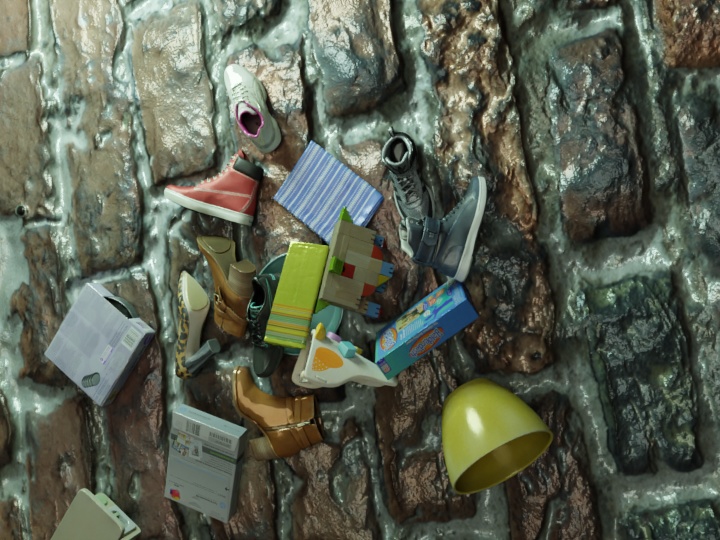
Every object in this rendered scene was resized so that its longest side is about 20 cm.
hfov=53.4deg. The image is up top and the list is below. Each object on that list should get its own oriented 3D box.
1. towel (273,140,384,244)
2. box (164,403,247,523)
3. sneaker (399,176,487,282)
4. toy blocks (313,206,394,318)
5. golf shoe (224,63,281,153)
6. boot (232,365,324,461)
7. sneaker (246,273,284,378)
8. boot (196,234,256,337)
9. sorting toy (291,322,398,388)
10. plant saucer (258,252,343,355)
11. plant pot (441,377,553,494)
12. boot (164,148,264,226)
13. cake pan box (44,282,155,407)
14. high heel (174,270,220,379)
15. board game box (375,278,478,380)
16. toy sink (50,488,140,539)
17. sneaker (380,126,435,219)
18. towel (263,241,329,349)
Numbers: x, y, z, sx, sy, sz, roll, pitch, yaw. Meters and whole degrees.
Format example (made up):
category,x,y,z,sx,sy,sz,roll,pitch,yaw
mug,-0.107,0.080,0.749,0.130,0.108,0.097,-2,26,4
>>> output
category,x,y,z,sx,sy,sz,roll,pitch,yaw
towel,-0.065,-0.144,1.433,0.199,0.024,0.146,38,96,13
box,-0.313,0.388,1.437,0.152,0.041,0.205,16,109,15
sneaker,0.150,-0.098,1.316,0.143,0.077,0.207,18,72,0
toy blocks,0.000,0.000,1.366,0.133,0.100,0.205,17,79,-14
golf shoe,-0.227,-0.338,1.449,0.074,0.091,0.203,-31,79,13
boot,-0.162,0.267,1.419,0.151,0.074,0.205,-19,95,14
sneaker,-0.192,0.105,1.384,0.074,0.078,0.206,3,86,36
boot,-0.278,0.027,1.463,0.198,0.076,0.159,33,124,33
sorting toy,-0.023,0.183,1.332,0.176,0.200,0.109,21,77,-9
plant saucer,-0.122,0.066,1.433,0.194,0.036,0.206,-1,87,15
plant pot,0.222,0.280,1.272,0.198,0.200,0.144,-34,55,10
boot,-0.300,-0.186,1.474,0.195,0.072,0.148,13,91,6
cake pan box,-0.559,0.154,1.537,0.182,0.052,0.203,34,96,11
high heel,-0.369,0.117,1.489,0.142,0.071,0.204,-38,64,32
board game box,0.116,0.100,1.308,0.198,0.152,0.045,-36,102,11
toy sink,-0.548,0.553,1.486,0.129,0.112,0.203,34,101,13
sneaker,0.085,-0.171,1.347,0.074,0.114,0.205,-17,84,13
towel,-0.118,0.045,1.352,0.084,0.018,0.205,8,73,18
